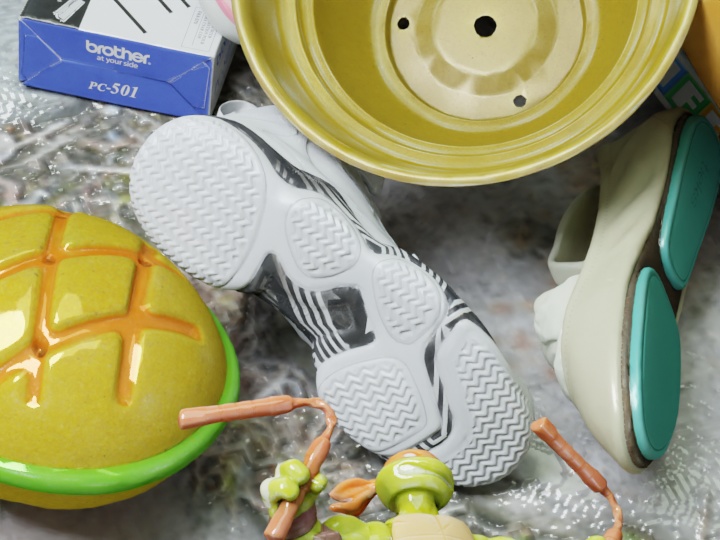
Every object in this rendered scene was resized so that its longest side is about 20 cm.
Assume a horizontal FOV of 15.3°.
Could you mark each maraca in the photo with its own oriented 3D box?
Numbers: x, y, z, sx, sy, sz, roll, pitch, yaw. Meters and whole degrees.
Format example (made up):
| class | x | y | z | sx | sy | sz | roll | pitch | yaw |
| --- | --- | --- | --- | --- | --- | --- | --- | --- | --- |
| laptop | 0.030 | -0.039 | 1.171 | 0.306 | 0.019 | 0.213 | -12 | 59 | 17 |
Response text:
| class | x | y | z | sx | sy | sz | roll | pitch | yaw |
| --- | --- | --- | --- | --- | --- | --- | --- | --- | --- |
| maraca | -0.142 | 0.023 | 1.065 | 0.199 | 0.107 | 0.137 | 28 | 42 | 21 |

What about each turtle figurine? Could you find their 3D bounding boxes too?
| class | x | y | z | sx | sy | sz | roll | pitch | yaw |
| --- | --- | --- | --- | --- | --- | --- | --- | --- | --- |
| turtle figurine | 0.019 | 0.125 | 1.003 | 0.199 | 0.064 | 0.162 | 16 | 46 | -29 |

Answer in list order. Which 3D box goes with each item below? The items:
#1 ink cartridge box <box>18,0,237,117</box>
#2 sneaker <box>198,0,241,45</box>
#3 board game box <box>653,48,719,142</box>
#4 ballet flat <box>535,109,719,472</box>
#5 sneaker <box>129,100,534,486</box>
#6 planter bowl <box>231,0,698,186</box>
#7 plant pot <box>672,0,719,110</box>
| class | x | y | z | sx | sy | sz | roll | pitch | yaw |
| --- | --- | --- | --- | --- | --- | --- | --- | --- | --- |
| ink cartridge box | -0.094 | -0.160 | 1.298 | 0.094 | 0.044 | 0.200 | 12 | 45 | 4 |
| sneaker | 0.020 | -0.173 | 1.228 | 0.200 | 0.105 | 0.076 | -26 | 84 | -26 |
| board game box | 0.214 | -0.128 | 1.266 | 0.200 | 0.034 | 0.135 | -34 | 83 | -33 |
| ballet flat | 0.108 | 0.010 | 1.135 | 0.069 | 0.070 | 0.200 | 13 | 44 | 7 |
| sneaker | 0.000 | 0.000 | 1.118 | 0.200 | 0.075 | 0.115 | 41 | 22 | -1 |
| planter bowl | 0.050 | -0.118 | 1.148 | 0.199 | 0.083 | 0.201 | -3 | 72 | 10 |
| plant pot | 0.259 | -0.078 | 1.137 | 0.200 | 0.200 | 0.184 | -30 | 92 | -30 |
